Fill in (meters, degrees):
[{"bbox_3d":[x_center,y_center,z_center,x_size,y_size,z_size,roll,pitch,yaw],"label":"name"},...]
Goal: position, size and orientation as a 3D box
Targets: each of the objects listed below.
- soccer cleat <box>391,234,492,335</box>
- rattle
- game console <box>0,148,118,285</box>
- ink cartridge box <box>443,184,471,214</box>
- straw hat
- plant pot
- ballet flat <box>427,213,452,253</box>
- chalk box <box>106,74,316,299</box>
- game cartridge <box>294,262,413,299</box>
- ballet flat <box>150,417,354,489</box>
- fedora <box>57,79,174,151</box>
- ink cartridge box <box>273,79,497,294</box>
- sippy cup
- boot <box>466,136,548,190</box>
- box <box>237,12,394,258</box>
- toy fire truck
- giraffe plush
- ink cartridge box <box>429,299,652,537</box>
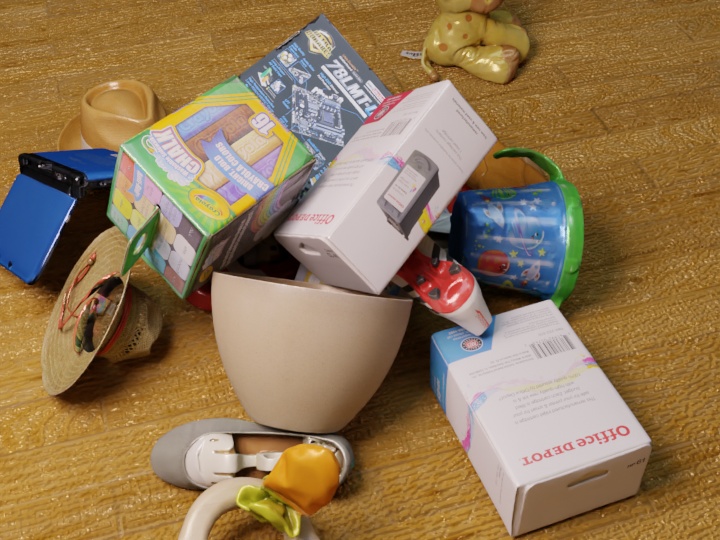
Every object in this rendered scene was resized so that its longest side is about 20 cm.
[{"bbox_3d":[0.066,0.002,1.028,0.069,0.085,0.200,-45,37,-4],"label":"soccer cleat"},{"bbox_3d":[-0.109,0.242,0.815,0.198,0.142,0.132,-22,88,-34],"label":"rattle"},{"bbox_3d":[-0.337,-0.070,1.167,0.168,0.121,0.199,-9,18,-35],"label":"game console"},{"bbox_3d":[0.078,-0.114,1.271,0.196,0.048,0.161,-12,45,-11],"label":"ink cartridge box"},{"bbox_3d":[-0.256,0.053,1.052,0.084,0.201,0.203,28,32,-31],"label":"straw hat"},{"bbox_3d":[-0.055,0.081,0.968,0.196,0.137,0.200,9,1,0],"label":"plant pot"},{"bbox_3d":[0.050,-0.028,1.165,0.196,0.070,0.070,-6,43,-12],"label":"ballet flat"},{"bbox_3d":[-0.163,-0.070,0.965,0.124,0.125,0.199,46,53,8],"label":"chalk box"},{"bbox_3d":[0.000,0.000,1.102,0.131,0.041,0.203,15,69,11],"label":"game cartridge"},{"bbox_3d":[-0.103,0.176,0.937,0.196,0.069,0.064,1,-2,-3],"label":"ballet flat"},{"bbox_3d":[-0.315,-0.196,1.328,0.196,0.083,0.203,0,44,0],"label":"fedora"},{"bbox_3d":[0.022,-0.082,0.991,0.201,0.086,0.147,-53,22,-13],"label":"ink cartridge box"},{"bbox_3d":[0.167,-0.036,1.110,0.127,0.141,0.180,4,48,-7],"label":"sippy cup"},{"bbox_3d":[0.151,-0.122,1.228,0.198,0.072,0.145,22,30,-8],"label":"boot"},{"bbox_3d":[-0.056,-0.152,1.110,0.198,0.050,0.201,-39,81,-12],"label":"box"},{"bbox_3d":[-0.136,-0.043,1.162,0.165,0.114,0.201,-5,41,-34],"label":"toy fire truck"},{"bbox_3d":[0.161,-0.392,1.483,0.196,0.164,0.174,-4,43,-5],"label":"giraffe plush"},{"bbox_3d":[0.169,0.140,0.973,0.142,0.086,0.201,-14,43,-14],"label":"ink cartridge box"}]
